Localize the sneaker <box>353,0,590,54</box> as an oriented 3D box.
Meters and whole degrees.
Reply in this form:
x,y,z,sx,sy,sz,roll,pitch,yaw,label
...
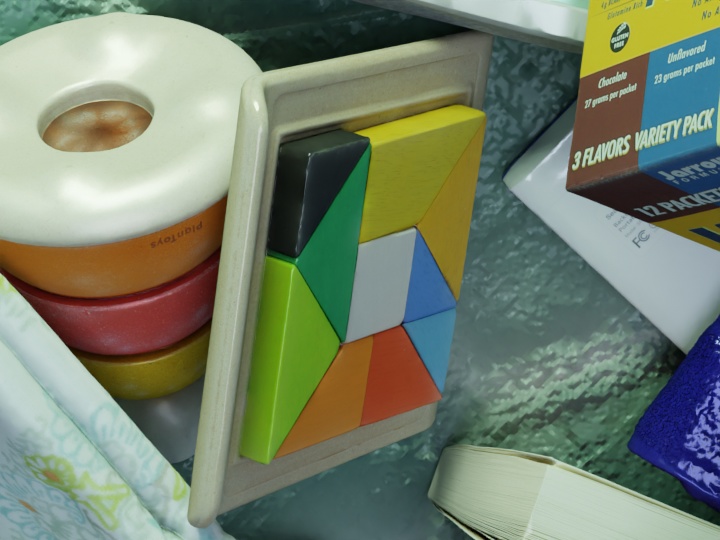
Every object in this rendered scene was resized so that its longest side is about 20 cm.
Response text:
x,y,z,sx,sy,sz,roll,pitch,yaw,label
0.024,-0.169,1.128,0.200,0.074,0.119,14,90,-5,sneaker

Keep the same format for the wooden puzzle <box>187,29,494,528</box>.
x,y,z,sx,sy,sz,roll,pitch,yaw,label
0.000,0.000,1.123,0.037,0.200,0.186,17,110,27,wooden puzzle

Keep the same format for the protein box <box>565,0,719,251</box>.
x,y,z,sx,sy,sz,roll,pitch,yaw,label
0.210,-0.105,1.077,0.199,0.135,0.199,20,69,-31,protein box

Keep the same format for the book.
x,y,z,sx,sy,sz,roll,pitch,yaw,label
0.142,0.129,1.222,0.199,0.134,0.048,20,88,-16,book

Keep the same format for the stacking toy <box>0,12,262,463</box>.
x,y,z,sx,sy,sz,roll,pitch,yaw,label
-0.099,0.006,1.149,0.145,0.146,0.201,-12,129,-6,stacking toy

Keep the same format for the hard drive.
x,y,z,sx,sy,sz,roll,pitch,yaw,label
0.179,-0.024,1.228,0.200,0.025,0.132,41,98,-21,hard drive

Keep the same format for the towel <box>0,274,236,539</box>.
x,y,z,sx,sy,sz,roll,pitch,yaw,label
-0.162,0.075,1.131,0.200,0.171,0.048,51,56,-22,towel

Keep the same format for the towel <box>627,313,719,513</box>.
x,y,z,sx,sy,sz,roll,pitch,yaw,label
0.232,0.037,1.220,0.147,0.050,0.200,27,103,-20,towel
